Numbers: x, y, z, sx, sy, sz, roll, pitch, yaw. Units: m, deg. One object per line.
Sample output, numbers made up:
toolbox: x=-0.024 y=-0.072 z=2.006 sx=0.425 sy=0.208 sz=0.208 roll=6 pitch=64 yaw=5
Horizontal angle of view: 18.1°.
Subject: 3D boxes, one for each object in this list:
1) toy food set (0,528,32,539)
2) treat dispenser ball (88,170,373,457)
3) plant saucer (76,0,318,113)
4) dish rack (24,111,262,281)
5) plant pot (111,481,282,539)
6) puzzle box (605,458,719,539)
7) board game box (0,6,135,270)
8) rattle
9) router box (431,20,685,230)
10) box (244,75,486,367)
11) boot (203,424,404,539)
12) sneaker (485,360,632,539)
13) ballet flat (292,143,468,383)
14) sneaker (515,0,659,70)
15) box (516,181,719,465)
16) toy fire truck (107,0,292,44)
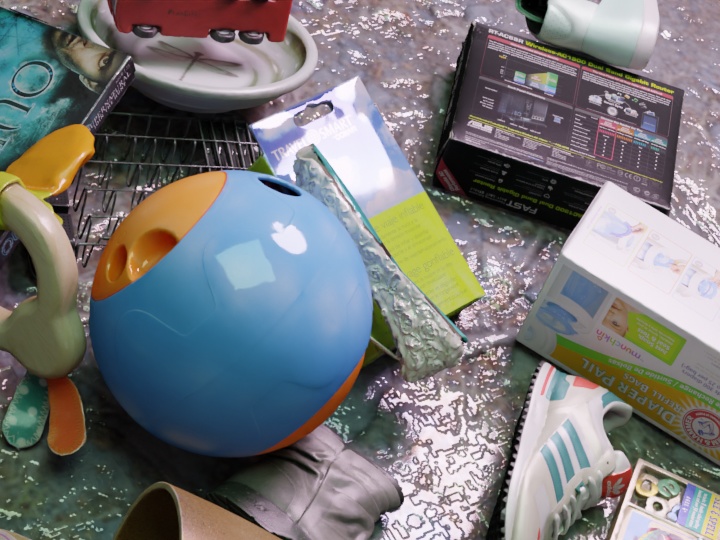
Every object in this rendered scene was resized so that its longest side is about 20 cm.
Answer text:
toy food set: x=-0.267 y=0.238 z=1.448 sx=0.199 sy=0.049 sz=0.199 roll=14 pitch=51 yaw=12
treat dispenser ball: x=-0.091 y=0.030 z=1.586 sx=0.199 sy=0.201 sz=0.202 roll=9 pitch=49 yaw=-11
plant saucer: x=-0.135 y=-0.175 z=1.838 sx=0.199 sy=0.051 sz=0.201 roll=11 pitch=31 yaw=-7
dish rack: x=-0.163 y=-0.060 z=1.753 sx=0.199 sy=0.055 sz=0.154 roll=1 pitch=53 yaw=-20
plant pot: x=-0.064 y=0.255 z=1.461 sx=0.199 sy=0.187 sz=0.187 roll=19 pitch=47 yaw=-21
puzzle box: x=0.235 y=0.242 z=1.657 sx=0.132 sy=0.025 sz=0.201 roll=25 pitch=48 yaw=1
board game box: x=-0.277 y=-0.105 z=1.712 sx=0.135 sy=0.028 sz=0.201 roll=21 pitch=62 yaw=19
rattle: x=-0.219 y=0.016 z=1.620 sx=0.201 sy=0.130 sz=0.143 roll=60 pitch=21 yaw=-6
router box: x=0.167 y=-0.113 z=1.901 sx=0.199 sy=0.062 sz=0.150 roll=18 pitch=48 yaw=-4
box: x=-0.002 y=-0.038 z=1.751 sx=0.122 sy=0.048 sz=0.201 roll=-27 pitch=84 yaw=-34
boot: x=-0.005 y=0.188 z=1.597 sx=0.200 sy=0.068 sz=0.130 roll=40 pitch=45 yaw=13
sneaker: x=0.153 y=0.155 z=1.669 sx=0.093 sy=0.071 sz=0.200 roll=16 pitch=45 yaw=3
ballet flat: x=0.000 y=0.000 z=1.675 sx=0.072 sy=0.072 sz=0.200 roll=-36 pitch=87 yaw=-37
sneaker: x=0.197 y=-0.248 z=1.989 sx=0.117 sy=0.074 sz=0.201 roll=15 pitch=26 yaw=-5
box: x=0.241 y=0.043 z=1.764 sx=0.199 sy=0.113 sz=0.101 roll=31 pitch=47 yaw=7
toy fire truck: x=-0.118 y=-0.241 z=1.855 sx=0.199 sy=0.049 sz=0.141 roll=1 pitch=33 yaw=-20
